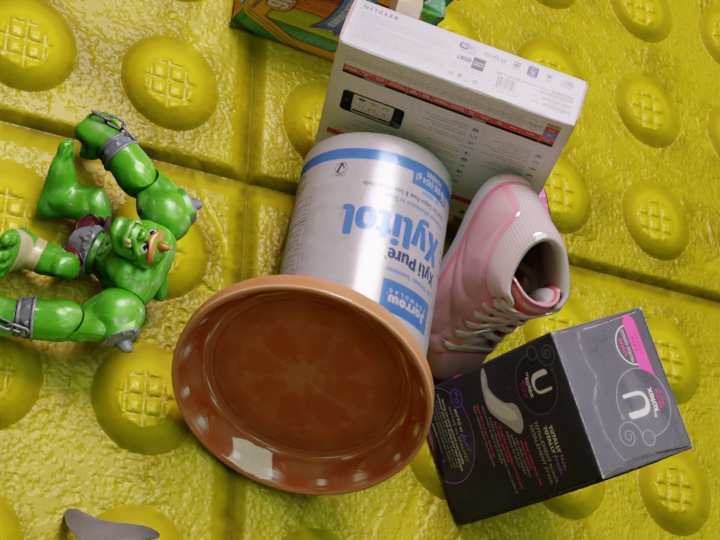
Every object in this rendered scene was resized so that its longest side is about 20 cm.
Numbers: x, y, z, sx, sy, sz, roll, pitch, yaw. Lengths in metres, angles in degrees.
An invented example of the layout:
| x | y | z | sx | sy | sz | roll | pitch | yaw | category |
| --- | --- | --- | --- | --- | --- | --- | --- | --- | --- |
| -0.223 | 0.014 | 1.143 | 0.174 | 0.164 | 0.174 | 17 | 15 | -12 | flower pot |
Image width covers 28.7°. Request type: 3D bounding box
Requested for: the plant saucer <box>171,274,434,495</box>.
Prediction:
| x | y | z | sx | sy | sz | roll | pitch | yaw | category |
| --- | --- | --- | --- | --- | --- | --- | --- | --- | --- |
| -0.043 | 0.086 | 1.062 | 0.200 | 0.200 | 0.032 | 37 | 33 | -14 | plant saucer |

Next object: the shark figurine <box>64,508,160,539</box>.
| x | y | z | sx | sy | sz | roll | pitch | yaw | category |
| --- | --- | --- | --- | --- | --- | --- | --- | --- | --- |
| -0.193 | 0.274 | 0.966 | 0.128 | 0.089 | 0.215 | 2 | 75 | -67 | shark figurine |

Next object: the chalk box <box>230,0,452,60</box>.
| x | y | z | sx | sy | sz | roll | pitch | yaw | category |
| --- | --- | --- | --- | --- | --- | --- | --- | --- | --- |
| 0.001 | -0.266 | 1.267 | 0.200 | 0.125 | 0.124 | 16 | 63 | -24 | chalk box |

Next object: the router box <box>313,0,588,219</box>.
| x | y | z | sx | sy | sz | roll | pitch | yaw | category |
| --- | --- | --- | --- | --- | --- | --- | --- | --- | --- |
| 0.067 | -0.123 | 1.181 | 0.200 | 0.180 | 0.049 | 20 | 60 | 0 | router box |

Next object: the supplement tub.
| x | y | z | sx | sy | sz | roll | pitch | yaw | category |
| --- | --- | --- | --- | --- | --- | --- | --- | --- | --- |
| 0.000 | 0.000 | 1.156 | 0.132 | 0.132 | 0.200 | 22 | 60 | -23 | supplement tub |

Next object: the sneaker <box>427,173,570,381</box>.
| x | y | z | sx | sy | sz | roll | pitch | yaw | category |
| --- | --- | --- | --- | --- | --- | --- | --- | --- | --- |
| 0.109 | 0.029 | 1.164 | 0.075 | 0.200 | 0.105 | 5 | 31 | -27 | sneaker |

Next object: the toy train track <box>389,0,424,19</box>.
| x | y | z | sx | sy | sz | roll | pitch | yaw | category |
| --- | --- | --- | --- | --- | --- | --- | --- | --- | --- |
| 0.047 | -0.304 | 1.215 | 0.115 | 0.033 | 0.200 | 16 | 62 | -26 | toy train track |

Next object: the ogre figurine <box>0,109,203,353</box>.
| x | y | z | sx | sy | sz | roll | pitch | yaw | category |
| --- | --- | --- | --- | --- | --- | --- | --- | --- | --- |
| -0.199 | -0.022 | 1.070 | 0.120 | 0.098 | 0.200 | 23 | 43 | -2 | ogre figurine |

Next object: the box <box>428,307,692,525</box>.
| x | y | z | sx | sy | sz | roll | pitch | yaw | category |
| --- | --- | --- | --- | --- | --- | --- | --- | --- | --- |
| 0.154 | 0.124 | 1.158 | 0.106 | 0.200 | 0.122 | -12 | 78 | -34 | box |

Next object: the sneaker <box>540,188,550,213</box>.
| x | y | z | sx | sy | sz | roll | pitch | yaw | category |
| --- | --- | --- | --- | --- | --- | --- | --- | --- | --- |
| 0.111 | -0.110 | 1.304 | 0.086 | 0.080 | 0.200 | -6 | 69 | -22 | sneaker |
